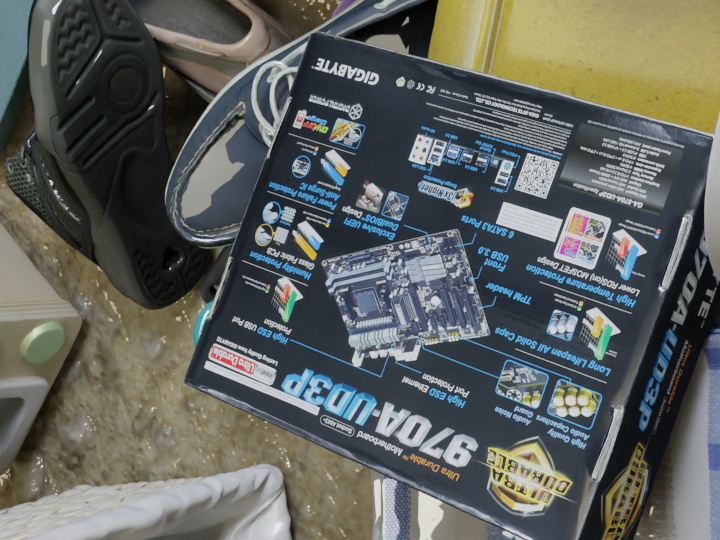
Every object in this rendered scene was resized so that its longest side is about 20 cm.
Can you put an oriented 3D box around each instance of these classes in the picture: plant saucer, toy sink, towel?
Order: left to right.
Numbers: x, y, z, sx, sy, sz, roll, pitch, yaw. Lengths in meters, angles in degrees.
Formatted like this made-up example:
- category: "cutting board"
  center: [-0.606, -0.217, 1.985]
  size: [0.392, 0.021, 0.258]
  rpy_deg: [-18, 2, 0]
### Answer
- category: "toy sink"
  center: [-0.247, 0.049, 0.974]
  size: [0.200, 0.112, 0.131]
  rpy_deg: [45, 119, 30]
- category: "plant saucer"
  center: [-0.201, -0.125, 0.932]
  size: [0.070, 0.019, 0.200]
  rpy_deg: [63, 149, 12]
- category: "towel"
  center: [0.086, 0.086, 0.674]
  size: [0.199, 0.024, 0.148]
  rpy_deg: [2, 98, 35]
- category: "plant saucer"
  center: [0.122, -0.093, 0.701]
  size: [0.199, 0.048, 0.201]
  rpy_deg: [14, 104, 14]

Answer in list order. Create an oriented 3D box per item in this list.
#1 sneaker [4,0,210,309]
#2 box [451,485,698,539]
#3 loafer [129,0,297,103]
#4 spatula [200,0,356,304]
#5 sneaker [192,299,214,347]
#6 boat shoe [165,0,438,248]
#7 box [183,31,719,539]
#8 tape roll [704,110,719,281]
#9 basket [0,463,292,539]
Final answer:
- category: "sneaker"
  center: [-0.149, -0.076, 0.878]
  size: [0.114, 0.076, 0.200]
  rpy_deg: [30, 150, 34]
- category: "box"
  center: [0.100, 0.136, 0.749]
  size: [0.149, 0.107, 0.200]
  rpy_deg: [48, 120, 20]
- category: "loafer"
  center: [-0.113, -0.146, 0.876]
  size: [0.199, 0.063, 0.072]
  rpy_deg: [30, 78, 24]
- category: "spatula"
  center: [-0.031, -0.051, 0.865]
  size: [0.056, 0.021, 0.200]
  rpy_deg: [31, 123, -8]
- category: "sneaker"
  center: [0.000, 0.000, 0.818]
  size: [0.200, 0.079, 0.078]
  rpy_deg: [-33, 78, 32]
- category: "boat shoe"
  center: [-0.015, -0.074, 0.793]
  size: [0.199, 0.062, 0.075]
  rpy_deg: [-33, 103, 12]
- category: "box"
  center: [0.037, 0.004, 0.660]
  size: [0.199, 0.046, 0.160]
  rpy_deg: [19, 89, 36]
- category: "tape roll"
  center: [0.227, -0.058, 0.577]
  size: [0.139, 0.202, 0.204]
  rpy_deg: [27, 111, 28]
- category: "basket"
  center: [-0.140, 0.220, 0.878]
  size: [0.160, 0.198, 0.201]
  rpy_deg: [-10, 92, 40]
